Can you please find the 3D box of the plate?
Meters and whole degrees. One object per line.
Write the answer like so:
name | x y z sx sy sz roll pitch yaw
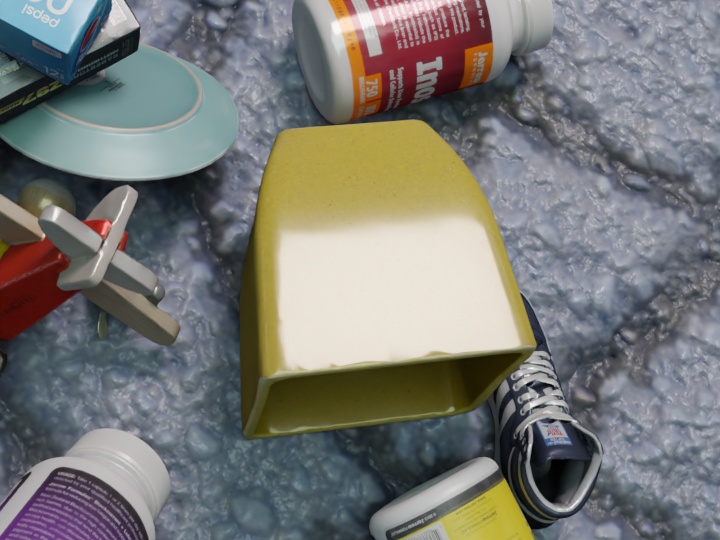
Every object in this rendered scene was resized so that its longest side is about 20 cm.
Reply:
plate | -0.190 -0.136 0.983 0.198 0.026 0.201 10 38 -8

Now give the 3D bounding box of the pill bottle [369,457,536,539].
pill bottle | 0.096 0.253 0.968 0.111 0.112 0.201 -25 84 -14

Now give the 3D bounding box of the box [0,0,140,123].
box | -0.274 -0.213 0.917 0.157 0.051 0.201 -32 86 -18

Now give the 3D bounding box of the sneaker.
sneaker | 0.137 0.102 1.009 0.069 0.109 0.202 -5 79 -12

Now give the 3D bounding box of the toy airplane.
toy airplane | -0.231 -0.017 0.930 0.197 0.201 0.142 4 48 -3

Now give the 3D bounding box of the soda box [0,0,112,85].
soda box | -0.269 -0.208 0.858 0.199 0.064 0.068 28 74 -6

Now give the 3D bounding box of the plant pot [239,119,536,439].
plant pot | 0.000 0.000 0.970 0.192 0.196 0.202 -6 72 -11

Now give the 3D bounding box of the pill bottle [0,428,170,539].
pill bottle | -0.209 0.200 0.884 0.111 0.112 0.200 34 35 -2

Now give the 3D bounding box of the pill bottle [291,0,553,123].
pill bottle | 0.052 -0.199 1.056 0.198 0.113 0.114 -18 82 -13
